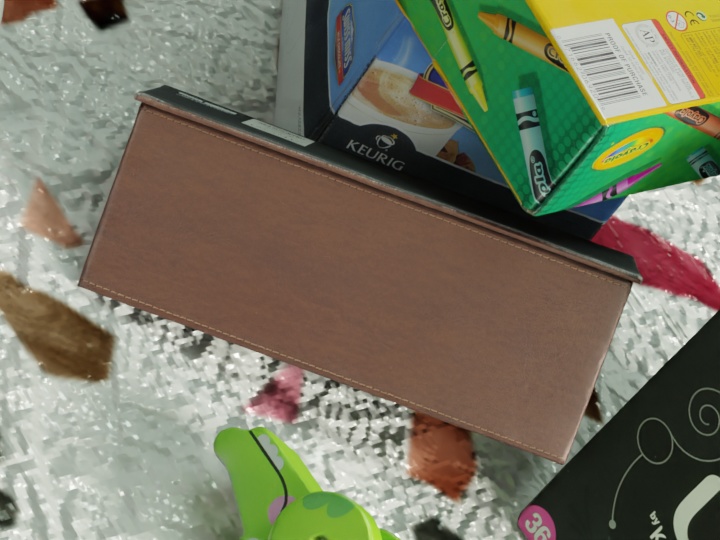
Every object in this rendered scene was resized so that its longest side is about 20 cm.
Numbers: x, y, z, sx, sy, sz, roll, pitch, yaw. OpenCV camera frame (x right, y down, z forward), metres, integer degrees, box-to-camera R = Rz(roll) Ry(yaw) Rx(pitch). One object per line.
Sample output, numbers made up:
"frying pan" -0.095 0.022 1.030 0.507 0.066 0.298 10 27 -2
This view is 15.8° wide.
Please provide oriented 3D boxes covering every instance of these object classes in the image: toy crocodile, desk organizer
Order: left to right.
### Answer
"desk organizer" 0.000 0.000 0.992 0.200 0.077 0.072 20 7 1
"toy crocodile" 0.007 0.137 0.888 0.200 0.062 0.068 54 2 20

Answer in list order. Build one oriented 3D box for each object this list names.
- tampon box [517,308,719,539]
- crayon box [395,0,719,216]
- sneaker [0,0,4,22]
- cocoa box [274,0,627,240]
"tampon box" 0.188 0.083 0.962 0.126 0.200 0.150 -14 62 -44
"crayon box" 0.070 -0.124 0.973 0.119 0.058 0.200 -12 64 -39
"sneaker" -0.179 -0.082 0.926 0.081 0.088 0.200 36 39 -4
"cocoa box" 0.050 -0.115 1.098 0.133 0.131 0.200 22 42 -19
